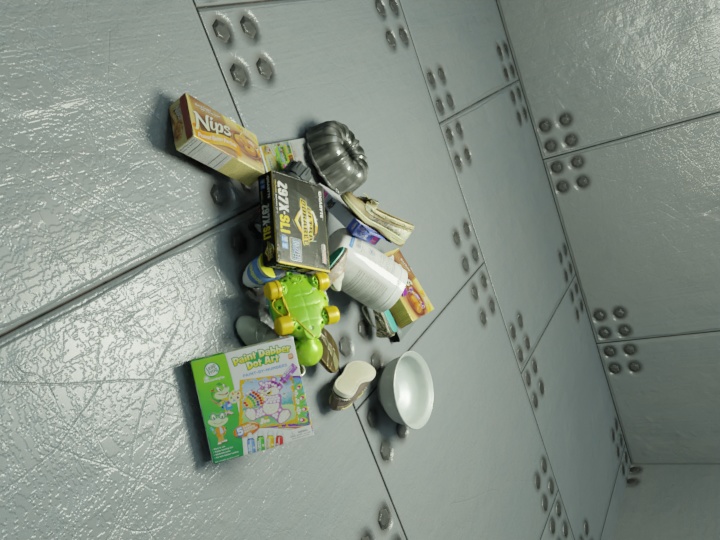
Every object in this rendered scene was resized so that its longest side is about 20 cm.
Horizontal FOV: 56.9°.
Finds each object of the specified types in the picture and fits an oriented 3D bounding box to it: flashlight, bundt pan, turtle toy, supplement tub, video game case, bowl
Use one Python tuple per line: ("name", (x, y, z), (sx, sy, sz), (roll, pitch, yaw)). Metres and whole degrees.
("flashlight", (-0.173, -0.156, 1.481), (0.200, 0.068, 0.068), (-58, 147, -31))
("bundt pan", (-0.047, -0.292, 1.681), (0.202, 0.076, 0.203), (43, 33, -37))
("turtle toy", (-0.126, 0.098, 1.376), (0.145, 0.101, 0.201), (-10, 75, -30))
("supplement tub", (0.000, 0.000, 1.612), (0.200, 0.132, 0.132), (35, 51, -20))
("video game case", (-0.163, -0.207, 1.581), (0.182, 0.023, 0.201), (-27, 104, -55))
("bowl", (0.106, 0.318, 1.759), (0.201, 0.090, 0.202), (22, 63, -52))

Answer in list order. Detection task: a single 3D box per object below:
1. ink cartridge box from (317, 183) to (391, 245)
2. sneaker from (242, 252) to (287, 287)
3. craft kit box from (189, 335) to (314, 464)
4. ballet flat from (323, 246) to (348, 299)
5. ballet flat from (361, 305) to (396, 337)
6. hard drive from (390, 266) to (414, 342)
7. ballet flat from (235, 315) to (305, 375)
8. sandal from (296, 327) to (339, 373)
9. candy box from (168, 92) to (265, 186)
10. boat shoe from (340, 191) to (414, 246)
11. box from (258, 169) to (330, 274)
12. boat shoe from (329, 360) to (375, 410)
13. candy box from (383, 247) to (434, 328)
("ink cartridge box", (-0.022, -0.126, 1.604), (0.200, 0.042, 0.119), (43, 11, 28))
("sneaker", (-0.188, -0.014, 1.448), (0.074, 0.082, 0.200), (55, 26, 3))
("craft kit box", (-0.205, 0.243, 1.267), (0.199, 0.049, 0.199), (-13, 89, -15))
("ballet flat", (-0.085, 0.035, 1.489), (0.200, 0.068, 0.067), (-46, 111, -12))
("ballet flat", (0.035, 0.082, 1.737), (0.068, 0.075, 0.201), (-19, 94, -67))
("hard drive", (0.116, 0.094, 1.890), (0.200, 0.033, 0.140), (-44, 117, -51))
("ballet flat", (-0.182, 0.162, 1.407), (0.200, 0.069, 0.070), (54, 41, -31))
("sandal", (-0.120, 0.156, 1.517), (0.200, 0.054, 0.080), (46, 38, -18))
("candy box", (-0.289, -0.262, 1.355), (0.200, 0.055, 0.116), (24, 41, -50))
("boat shoe", (0.039, -0.134, 1.568), (0.200, 0.063, 0.073), (34, 12, -28))
("box", (-0.139, -0.097, 1.411), (0.159, 0.049, 0.201), (11, 69, -48))
("boat shoe", (-0.021, 0.277, 1.612), (0.060, 0.072, 0.200), (-66, 168, 20))
("candy box", (0.106, 0.046, 1.811), (0.116, 0.056, 0.201), (-22, 81, -51))
